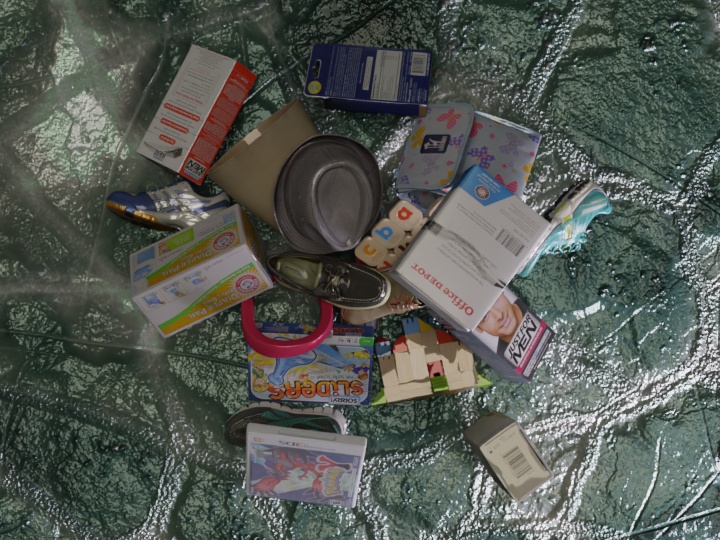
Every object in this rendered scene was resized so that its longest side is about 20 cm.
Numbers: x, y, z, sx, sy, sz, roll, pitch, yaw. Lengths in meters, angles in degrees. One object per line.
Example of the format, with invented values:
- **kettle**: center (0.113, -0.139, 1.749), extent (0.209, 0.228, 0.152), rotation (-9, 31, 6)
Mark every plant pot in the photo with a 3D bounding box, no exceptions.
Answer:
- **plant pot**: center (-0.109, -0.136, 1.591), extent (0.187, 0.187, 0.200), rotation (-39, 103, -2)

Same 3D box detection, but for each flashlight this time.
- **flashlight**: center (0.000, 0.000, 1.637), extent (0.068, 0.068, 0.201), rotation (2, 84, -27)

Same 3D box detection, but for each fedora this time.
- **fedora**: center (-0.038, -0.100, 1.495), extent (0.176, 0.090, 0.201), rotation (-9, 116, -17)

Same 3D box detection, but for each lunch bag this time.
- **lunch bag**: center (0.165, -0.165, 1.597), extent (0.199, 0.127, 0.170), rotation (21, 69, 2)

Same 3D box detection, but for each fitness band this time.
- **fitness band**: center (-0.116, 0.061, 1.578), extent (0.143, 0.200, 0.038), rotation (-3, 130, -5)

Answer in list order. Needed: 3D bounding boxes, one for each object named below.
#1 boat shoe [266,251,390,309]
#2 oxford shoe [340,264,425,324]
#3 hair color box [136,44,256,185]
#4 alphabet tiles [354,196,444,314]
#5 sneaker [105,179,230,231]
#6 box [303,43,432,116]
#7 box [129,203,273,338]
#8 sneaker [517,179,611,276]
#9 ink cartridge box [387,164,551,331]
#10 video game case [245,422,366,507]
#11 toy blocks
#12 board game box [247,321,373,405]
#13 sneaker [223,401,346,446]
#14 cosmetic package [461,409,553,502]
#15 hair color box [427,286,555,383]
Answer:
- **boat shoe**: center (-0.054, 0.014, 1.539), extent (0.200, 0.066, 0.072), rotation (14, 89, 22)
- **oxford shoe**: center (0.059, 0.033, 1.549), extent (0.200, 0.075, 0.071), rotation (-31, 123, 9)
- **hair color box**: center (-0.264, -0.251, 1.614), extent (0.111, 0.064, 0.200), rotation (27, 87, 35)
- **alphabet tiles**: center (0.095, -0.021, 1.576), extent (0.195, 0.015, 0.200), rotation (34, 111, -28)
- **sneaker**: center (-0.310, -0.109, 1.633), extent (0.199, 0.075, 0.088), rotation (13, 80, -10)
- **box**: center (0.014, -0.312, 1.629), extent (0.199, 0.032, 0.121), rotation (6, 58, 3)
- **box**: center (-0.250, 0.000, 1.575), extent (0.200, 0.113, 0.101), rotation (-25, 131, 6)
- **sneaker**: center (0.330, -0.060, 1.639), extent (0.200, 0.078, 0.080), rotation (-44, 98, -2)
- **ink cartridge box**: center (0.157, -0.030, 1.472), extent (0.144, 0.084, 0.200), rotation (38, 83, -4)
- **video game case**: center (-0.089, 0.308, 1.570), extent (0.182, 0.200, 0.023), rotation (7, 50, -1)
- **toy blocks**: center (0.102, 0.136, 1.626), extent (0.199, 0.100, 0.137), rotation (-11, 77, -2)
- **board game box**: center (-0.081, 0.150, 1.610), extent (0.199, 0.034, 0.136), rotation (2, 120, -1)
- **sneaker**: center (-0.122, 0.261, 1.601), extent (0.199, 0.091, 0.078), rotation (-3, 111, 1)
- **cosmetic package**: center (0.225, 0.284, 1.561), extent (0.071, 0.200, 0.105), rotation (-34, 90, -3)
- **hair color box**: center (0.210, 0.082, 1.587), extent (0.200, 0.061, 0.099), rotation (40, 70, -25)
